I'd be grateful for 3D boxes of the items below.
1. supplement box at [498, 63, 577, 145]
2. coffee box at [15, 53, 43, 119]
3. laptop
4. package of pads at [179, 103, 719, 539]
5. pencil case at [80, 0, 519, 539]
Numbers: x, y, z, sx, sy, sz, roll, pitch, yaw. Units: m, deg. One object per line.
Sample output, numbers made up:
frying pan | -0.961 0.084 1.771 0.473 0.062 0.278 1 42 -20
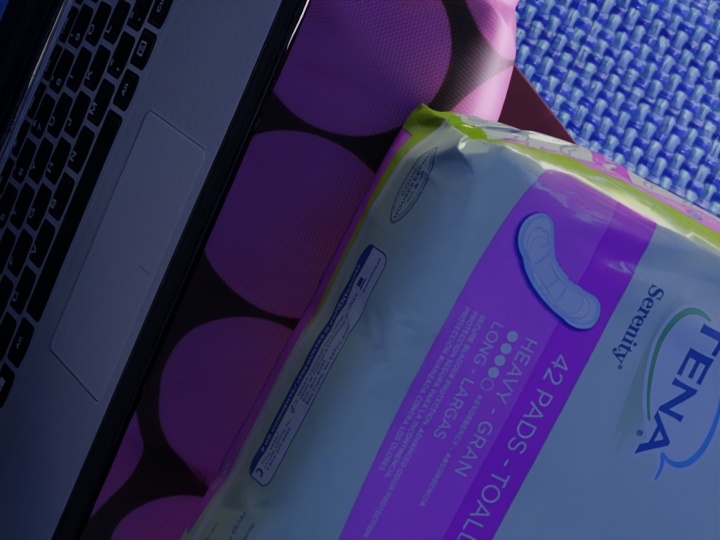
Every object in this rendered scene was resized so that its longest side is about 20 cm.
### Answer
supplement box | 0.000 0.000 0.931 0.086 0.110 0.200 53 -19 -3
coffee box | -0.169 -0.073 0.969 0.200 0.113 0.080 46 -19 46
laptop | -0.115 -0.047 0.590 0.116 0.187 0.200 20 8 -27
package of pads | 0.069 0.065 0.620 0.200 0.155 0.068 27 3 -15
pencil case | -0.024 -0.004 0.668 0.094 0.200 0.091 4 18 -28
